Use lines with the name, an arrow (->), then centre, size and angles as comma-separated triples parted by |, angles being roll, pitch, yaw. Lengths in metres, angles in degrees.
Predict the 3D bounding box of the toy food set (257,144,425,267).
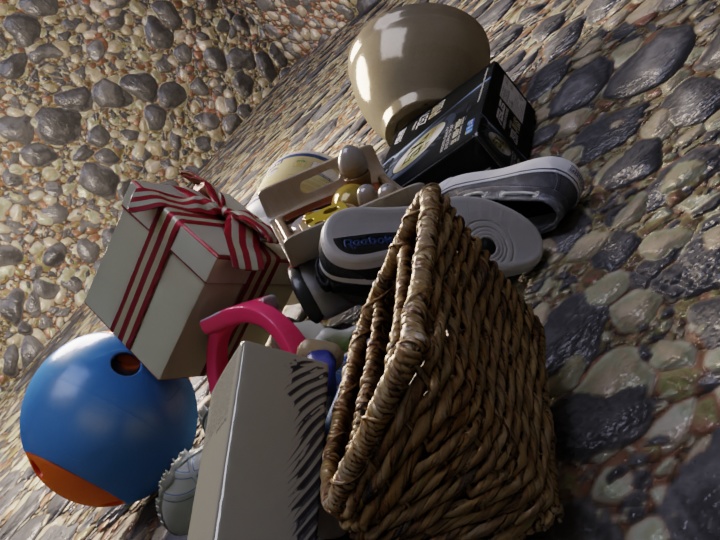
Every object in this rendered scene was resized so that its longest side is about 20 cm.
toy food set -> -0.026, -0.077, 0.853 | 0.143, 0.061, 0.200 | -23, 21, -5

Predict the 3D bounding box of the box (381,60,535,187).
box -> 0.109, -0.131, 0.978 | 0.163, 0.086, 0.201 | -32, 22, 34

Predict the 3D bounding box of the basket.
basket -> 0.026, 0.066, 0.528 | 0.142, 0.149, 0.201 | -30, 24, 24

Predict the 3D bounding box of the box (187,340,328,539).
box -> -0.069, 0.153, 0.546 | 0.082, 0.068, 0.201 | 126, 155, -46

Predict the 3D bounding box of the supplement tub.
supplement tub -> -0.088, -0.060, 1.143 | 0.144, 0.144, 0.201 | -33, 21, 29

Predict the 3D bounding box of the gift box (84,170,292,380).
gift box -> -0.187, 0.005, 0.957 | 0.200, 0.184, 0.188 | 0, -58, -61

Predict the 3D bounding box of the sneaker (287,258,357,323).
sneaker -> 0.000, -0.001, 0.857 | 0.107, 0.068, 0.201 | -27, -5, 11

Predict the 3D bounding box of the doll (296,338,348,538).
doll -> -0.033, 0.126, 0.649 | 0.137, 0.048, 0.200 | -58, 19, 19

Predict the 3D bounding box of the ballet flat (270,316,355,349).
ballet flat -> -0.053, 0.080, 0.884 | 0.199, 0.071, 0.069 | -14, 41, 57

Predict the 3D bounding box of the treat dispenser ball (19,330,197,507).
treat dispenser ball -> -0.290, 0.172, 0.977 | 0.200, 0.201, 0.201 | -38, 19, 16

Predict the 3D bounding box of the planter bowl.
planter bowl -> 0.086, -0.236, 1.132 | 0.200, 0.199, 0.136 | -31, 50, 34

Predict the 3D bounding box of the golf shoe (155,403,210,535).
golf shoe -> -0.124, 0.196, 0.783 | 0.078, 0.097, 0.201 | -8, -45, -51

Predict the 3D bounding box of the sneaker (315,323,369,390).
sneaker -> 0.041, 0.057, 0.731 | 0.199, 0.077, 0.076 | -31, 20, 29

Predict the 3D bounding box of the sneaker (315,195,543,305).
sneaker -> 0.056, -0.012, 0.767 | 0.112, 0.198, 0.074 | 114, 157, -64

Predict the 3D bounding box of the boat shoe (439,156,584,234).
boat shoe -> 0.122, -0.051, 0.816 | 0.199, 0.072, 0.068 | -10, 35, 47

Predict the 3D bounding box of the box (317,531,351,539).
box -> 0.012, 0.201, 0.546 | 0.143, 0.036, 0.201 | -30, 21, 35

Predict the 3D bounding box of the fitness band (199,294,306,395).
fitness band -> -0.101, 0.103, 0.837 | 0.037, 0.145, 0.199 | -20, 1, -37
